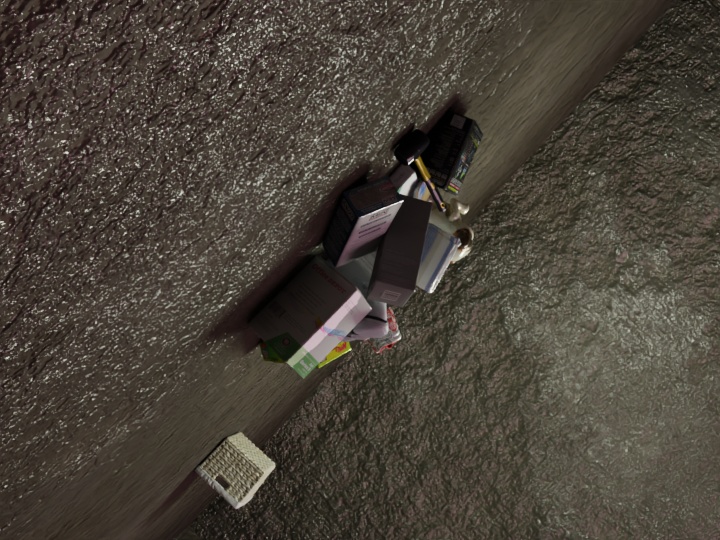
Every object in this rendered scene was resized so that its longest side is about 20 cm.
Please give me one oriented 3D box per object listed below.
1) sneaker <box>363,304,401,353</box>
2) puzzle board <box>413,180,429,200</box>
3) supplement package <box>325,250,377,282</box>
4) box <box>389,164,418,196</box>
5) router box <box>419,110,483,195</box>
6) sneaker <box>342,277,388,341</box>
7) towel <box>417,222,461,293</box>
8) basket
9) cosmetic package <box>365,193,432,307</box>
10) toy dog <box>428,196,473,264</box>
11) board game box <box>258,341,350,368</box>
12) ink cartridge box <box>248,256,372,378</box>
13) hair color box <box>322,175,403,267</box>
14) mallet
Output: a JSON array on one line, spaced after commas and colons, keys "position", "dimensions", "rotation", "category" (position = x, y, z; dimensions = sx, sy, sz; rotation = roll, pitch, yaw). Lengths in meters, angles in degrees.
[{"position": [0.008, 0.138, 1.613], "dimensions": [0.067, 0.108, 0.201], "rotation": [-26, -178, -42], "category": "sneaker"}, {"position": [0.150, -0.198, 1.632], "dimensions": [0.151, 0.017, 0.200], "rotation": [-61, 170, -18], "category": "puzzle board"}, {"position": [0.000, 0.000, 1.652], "dimensions": [0.117, 0.117, 0.200], "rotation": [-48, 171, 26], "category": "supplement package"}, {"position": [0.064, -0.150, 1.547], "dimensions": [0.144, 0.036, 0.200], "rotation": [-47, 170, 3], "category": "box"}, {"position": [0.195, -0.242, 1.527], "dimensions": [0.150, 0.062, 0.200], "rotation": [-68, 167, 7], "category": "router box"}, {"position": [-0.019, 0.084, 1.521], "dimensions": [0.199, 0.075, 0.115], "rotation": [-9, -118, 39], "category": "sneaker"}, {"position": [0.131, -0.053, 1.717], "dimensions": [0.024, 0.200, 0.147], "rotation": [15, 106, -54], "category": "towel"}, {"position": [-0.423, 0.679, 2.478], "dimensions": [0.161, 0.198, 0.200], "rotation": [-50, 171, -1], "category": "basket"}, {"position": [0.078, -0.041, 1.442], "dimensions": [0.107, 0.090, 0.201], "rotation": [114, -12, -65], "category": "cosmetic package"}, {"position": [0.198, -0.114, 1.807], "dimensions": [0.194, 0.200, 0.140], "rotation": [-38, 168, -44], "category": "toy dog"}, {"position": [-0.129, 0.173, 1.644], "dimensions": [0.199, 0.048, 0.101], "rotation": [-1, -162, 46], "category": "board game box"}, {"position": [-0.099, 0.090, 1.442], "dimensions": [0.200, 0.145, 0.088], "rotation": [-47, 139, -7], "category": "ink cartridge box"}, {"position": [0.000, -0.089, 1.365], "dimensions": [0.100, 0.061, 0.200], "rotation": [-24, 163, -25], "category": "hair color box"}, {"position": [0.131, -0.189, 1.383], "dimensions": [0.066, 0.041, 0.200], "rotation": [-52, 138, -6], "category": "mallet"}]
